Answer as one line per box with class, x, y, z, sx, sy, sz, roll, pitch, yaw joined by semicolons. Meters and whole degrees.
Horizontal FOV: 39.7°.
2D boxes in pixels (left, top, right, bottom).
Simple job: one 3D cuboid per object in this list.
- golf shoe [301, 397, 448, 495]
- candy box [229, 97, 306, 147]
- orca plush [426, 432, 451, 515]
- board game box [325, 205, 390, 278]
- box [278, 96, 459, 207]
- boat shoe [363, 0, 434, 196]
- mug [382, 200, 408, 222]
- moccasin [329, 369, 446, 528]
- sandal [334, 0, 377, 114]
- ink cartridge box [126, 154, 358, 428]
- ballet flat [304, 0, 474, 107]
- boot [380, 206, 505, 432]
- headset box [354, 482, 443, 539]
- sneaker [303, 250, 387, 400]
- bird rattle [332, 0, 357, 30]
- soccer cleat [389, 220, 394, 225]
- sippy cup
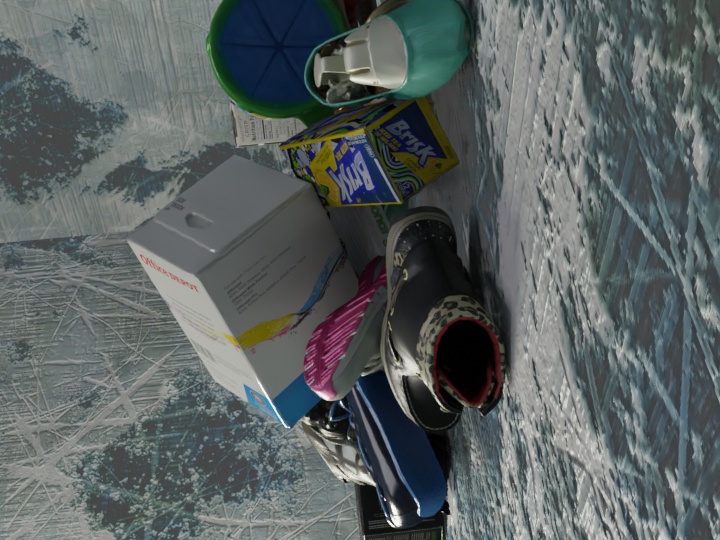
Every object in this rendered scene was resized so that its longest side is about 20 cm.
golf shoe;0.014;0.203;1.096;0.200;0.078;0.095;37;147;27
candy box;-0.058;-0.210;1.211;0.137;0.198;0.062;-101;7;-59
orca plush;0.055;0.148;1.002;0.071;0.105;0.200;-61;13;18
board game box;0.000;0.000;1.047;0.126;0.034;0.201;-34;78;57
box;0.002;-0.100;0.862;0.070;0.064;0.200;60;162;-15
boat shoe;0.040;-0.152;0.897;0.064;0.071;0.201;42;155;30
mug;-0.015;-0.017;1.192;0.186;0.150;0.115;89;171;-46
moccasin;0.011;0.140;0.917;0.068;0.080;0.201;-49;43;38
sandal;-0.008;-0.191;1.024;0.201;0.054;0.082;91;173;-57
ink cartridge box;-0.100;0.017;0.982;0.147;0.144;0.201;23;147;48
ballet flat;0.009;-0.157;0.755;0.200;0.070;0.068;0;104;65
boot;0.061;0.073;0.759;0.154;0.073;0.205;-107;11;-60
headset box;0.038;0.260;1.216;0.175;0.092;0.201;88;175;-51
sneaker;0.024;0.053;0.893;0.088;0.081;0.200;50;-134;-11
bird rattle;-0.026;-0.292;1.064;0.163;0.111;0.202;-57;-31;-68
soccer cleat;0.039;0.011;1.100;0.069;0.077;0.201;50;142;26
sippy cup;-0.087;-0.210;1.000;0.130;0.138;0.180;164;110;-79
